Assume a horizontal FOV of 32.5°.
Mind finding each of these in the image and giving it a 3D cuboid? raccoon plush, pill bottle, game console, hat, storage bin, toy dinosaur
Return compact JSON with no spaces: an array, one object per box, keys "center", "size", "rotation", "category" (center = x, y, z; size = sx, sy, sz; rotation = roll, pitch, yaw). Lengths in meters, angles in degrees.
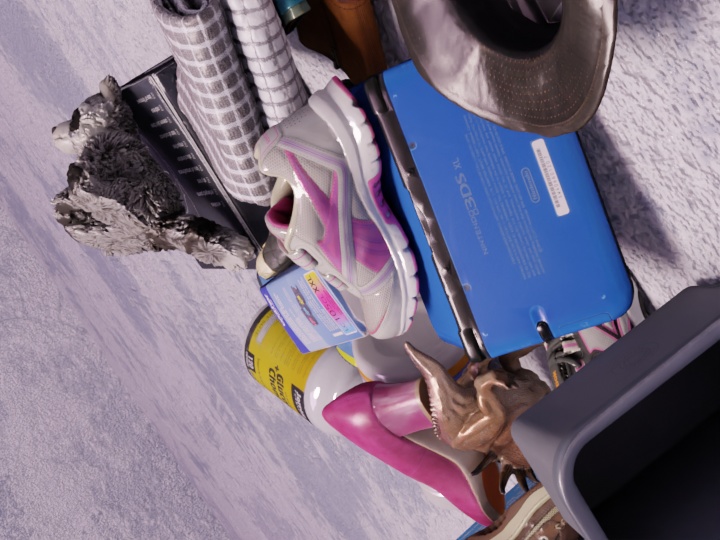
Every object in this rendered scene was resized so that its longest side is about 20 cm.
[{"center":[-0.180,-0.080,1.085],"size":[0.199,0.135,0.097],"rotation":[24,147,-14],"category":"raccoon plush"},{"center":[-0.034,0.110,1.333],"size":[0.199,0.112,0.113],"rotation":[30,150,48],"category":"pill bottle"},{"center":[0.081,-0.053,0.837],"size":[0.202,0.169,0.118],"rotation":[68,-158,-7],"category":"game console"},{"center":[0.086,-0.176,0.653],"size":[0.200,0.081,0.202],"rotation":[39,147,31],"category":"hat"},{"center":[0.071,0.125,1.129],"size":[0.112,0.112,0.201],"rotation":[31,151,45],"category":"pill bottle"},{"center":[0.193,0.095,0.720],"size":[0.146,0.199,0.134],"rotation":[56,171,-11],"category":"storage bin"},{"center":[0.106,0.118,0.991],"size":[0.136,0.199,0.086],"rotation":[-53,41,30],"category":"toy dinosaur"}]

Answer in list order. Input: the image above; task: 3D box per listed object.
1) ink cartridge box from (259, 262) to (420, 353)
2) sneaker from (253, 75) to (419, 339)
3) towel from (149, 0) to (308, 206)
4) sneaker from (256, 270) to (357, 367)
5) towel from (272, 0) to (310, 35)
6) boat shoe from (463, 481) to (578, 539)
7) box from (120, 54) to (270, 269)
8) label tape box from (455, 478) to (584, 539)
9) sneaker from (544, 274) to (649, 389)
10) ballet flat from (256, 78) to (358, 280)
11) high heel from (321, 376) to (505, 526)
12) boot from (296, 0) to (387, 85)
[{"center":[0.000,0.000,1.042],"size":[0.077,0.136,0.200],"rotation":[55,159,-3],"category":"ink cartridge box"},{"center":[-0.020,-0.033,0.870],"size":[0.081,0.088,0.201],"rotation":[-121,10,-62],"category":"sneaker"},{"center":[-0.105,-0.162,0.921],"size":[0.200,0.085,0.167],"rotation":[-122,9,-53],"category":"towel"},{"center":[-0.036,0.020,1.274],"size":[0.200,0.066,0.079],"rotation":[37,143,37],"category":"sneaker"},{"center":[-0.090,-0.265,0.885],"size":[0.147,0.022,0.202],"rotation":[-159,45,-81],"category":"towel"},{"center":[0.149,0.226,1.009],"size":[0.075,0.202,0.075],"rotation":[55,-169,25],"category":"boat shoe"},{"center":[-0.124,-0.113,1.148],"size":[0.198,0.124,0.200],"rotation":[60,158,-14],"category":"box"},{"center":[0.172,0.264,1.087],"size":[0.200,0.143,0.066],"rotation":[12,135,61],"category":"label tape box"},{"center":[0.159,0.053,0.852],"size":[0.200,0.086,0.081],"rotation":[47,158,18],"category":"sneaker"},{"center":[-0.035,-0.071,1.006],"size":[0.057,0.067,0.201],"rotation":[35,120,-1],"category":"ballet flat"},{"center":[0.052,0.163,1.052],"size":[0.095,0.068,0.200],"rotation":[-14,137,27],"category":"high heel"},{"center":[-0.005,-0.184,0.852],"size":[0.188,0.068,0.201],"rotation":[40,157,31],"category":"boot"}]
